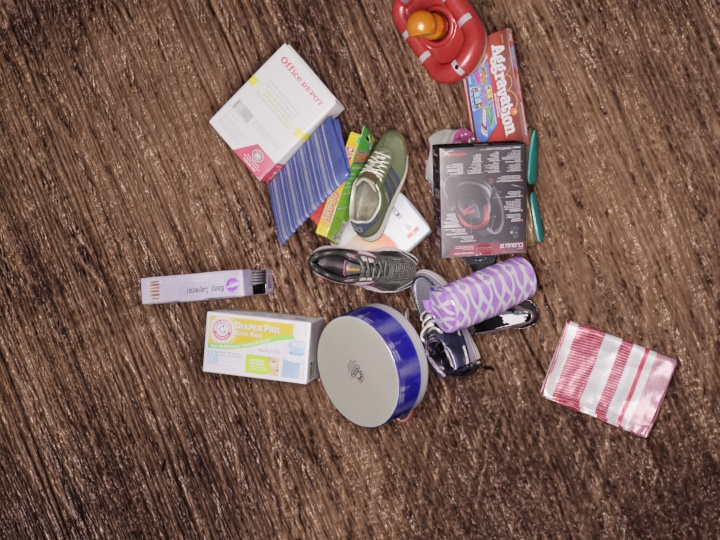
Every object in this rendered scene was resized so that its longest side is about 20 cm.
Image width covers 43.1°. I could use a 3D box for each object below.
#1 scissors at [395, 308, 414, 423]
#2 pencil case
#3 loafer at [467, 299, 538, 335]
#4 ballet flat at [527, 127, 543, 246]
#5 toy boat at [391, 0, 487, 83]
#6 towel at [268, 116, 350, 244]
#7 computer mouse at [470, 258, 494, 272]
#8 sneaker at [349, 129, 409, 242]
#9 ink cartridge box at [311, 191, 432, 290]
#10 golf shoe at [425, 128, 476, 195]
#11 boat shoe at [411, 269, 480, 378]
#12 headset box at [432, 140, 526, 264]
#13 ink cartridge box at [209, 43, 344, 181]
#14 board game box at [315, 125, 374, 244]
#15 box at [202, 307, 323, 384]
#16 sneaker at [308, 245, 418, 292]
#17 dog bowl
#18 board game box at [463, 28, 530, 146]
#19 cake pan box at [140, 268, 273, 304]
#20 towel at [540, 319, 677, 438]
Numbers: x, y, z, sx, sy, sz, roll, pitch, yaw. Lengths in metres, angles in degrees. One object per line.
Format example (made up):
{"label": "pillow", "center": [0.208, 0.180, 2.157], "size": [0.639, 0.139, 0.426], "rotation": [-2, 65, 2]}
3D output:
{"label": "scissors", "center": [0.085, 0.175, 1.650], "size": [0.072, 0.014, 0.203], "rotation": [18, 94, 13]}
{"label": "pencil case", "center": [0.203, 0.039, 1.531], "size": [0.198, 0.085, 0.085], "rotation": [-18, 103, -28]}
{"label": "loafer", "center": [0.212, 0.079, 1.593], "size": [0.197, 0.063, 0.073], "rotation": [-5, 92, 12]}
{"label": "ballet flat", "center": [0.274, -0.142, 1.580], "size": [0.071, 0.068, 0.204], "rotation": [-2, 96, 24]}
{"label": "toy boat", "center": [0.123, -0.413, 1.547], "size": [0.130, 0.130, 0.201], "rotation": [-39, 81, 34]}
{"label": "towel", "center": [-0.090, -0.158, 1.598], "size": [0.200, 0.024, 0.146], "rotation": [-42, 46, 33]}
{"label": "computer mouse", "center": [0.201, -0.086, 1.570], "size": [0.058, 0.034, 0.203], "rotation": [-22, 112, -21]}
{"label": "sneaker", "center": [0.029, -0.155, 1.579], "size": [0.066, 0.090, 0.203], "rotation": [15, 85, 23]}
{"label": "ink cartridge box", "center": [0.009, -0.094, 1.637], "size": [0.162, 0.050, 0.200], "rotation": [-42, 87, 9]}
{"label": "golf shoe", "center": [0.154, -0.151, 1.603], "size": [0.091, 0.075, 0.203], "rotation": [20, 111, 46]}
{"label": "boat shoe", "center": [0.131, 0.090, 1.552], "size": [0.074, 0.092, 0.202], "rotation": [-37, 75, 28]}
{"label": "headset box", "center": [0.197, -0.109, 1.513], "size": [0.146, 0.075, 0.203], "rotation": [-4, 102, -4]}
{"label": "ink cartridge box", "center": [-0.148, -0.281, 1.644], "size": [0.200, 0.083, 0.146], "rotation": [-42, 84, 10]}
{"label": "board game box", "center": [-0.024, -0.150, 1.594], "size": [0.030, 0.095, 0.203], "rotation": [21, 88, 13]}
{"label": "box", "center": [-0.175, 0.133, 1.654], "size": [0.197, 0.101, 0.114], "rotation": [5, 93, 11]}
{"label": "sneaker", "center": [0.000, 0.000, 1.576], "size": [0.197, 0.086, 0.082], "rotation": [1, 94, 11]}
{"label": "dog bowl", "center": [0.019, 0.164, 1.579], "size": [0.198, 0.078, 0.203], "rotation": [17, 114, 41]}
{"label": "board game box", "center": [0.228, -0.301, 1.569], "size": [0.102, 0.019, 0.203], "rotation": [-13, 83, 38]}
{"label": "cake pan box", "center": [-0.265, 0.029, 1.627], "size": [0.197, 0.184, 0.053], "rotation": [-5, 91, 12]}
{"label": "towel", "center": [0.427, 0.186, 1.576], "size": [0.197, 0.023, 0.146], "rotation": [21, 95, 10]}
